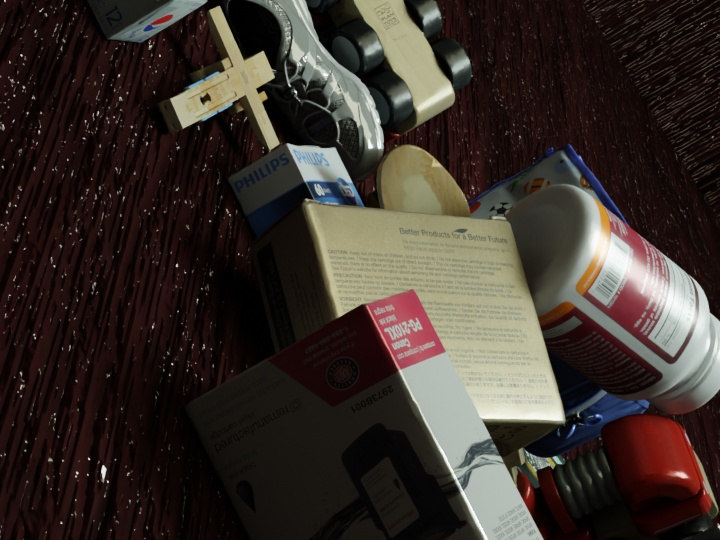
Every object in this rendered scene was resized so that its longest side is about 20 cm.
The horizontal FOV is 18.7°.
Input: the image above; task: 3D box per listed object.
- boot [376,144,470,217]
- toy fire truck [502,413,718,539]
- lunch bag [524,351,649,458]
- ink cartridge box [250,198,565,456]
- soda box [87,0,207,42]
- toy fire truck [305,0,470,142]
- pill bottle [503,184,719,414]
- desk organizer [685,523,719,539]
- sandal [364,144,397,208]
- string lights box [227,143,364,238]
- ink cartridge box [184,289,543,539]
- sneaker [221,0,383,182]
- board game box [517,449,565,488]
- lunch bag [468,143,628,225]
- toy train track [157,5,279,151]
[{"bbox_3d":[0.042,-0.023,1.725,0.202,0.071,0.144,61,-12,-25],"label":"boot"},{"bbox_3d":[0.167,0.153,1.717,0.200,0.175,0.129,54,17,-49],"label":"toy fire truck"},{"bbox_3d":[0.150,0.055,1.834,0.132,0.135,0.201,36,30,-53],"label":"lunch bag"},{"bbox_3d":[0.034,0.045,1.542,0.199,0.075,0.166,4,62,-39],"label":"ink cartridge box"},{"bbox_3d":[-0.188,-0.265,1.563,0.201,0.063,0.068,63,16,4],"label":"soda box"},{"bbox_3d":[-0.006,-0.196,1.938,0.128,0.200,0.177,-32,92,-32],"label":"toy fire truck"},{"bbox_3d":[0.194,0.029,1.680,0.200,0.113,0.113,36,28,-33],"label":"pill bottle"},{"bbox_3d":[0.200,0.265,1.626,0.072,0.199,0.077,65,15,15],"label":"desk organizer"},{"bbox_3d":[0.031,-0.049,1.847,0.080,0.054,0.200,50,-10,3],"label":"sandal"},{"bbox_3d":[-0.015,0.006,1.643,0.201,0.059,0.103,64,19,9],"label":"string lights box"},{"bbox_3d":[0.007,0.136,1.336,0.201,0.144,0.084,63,24,6],"label":"ink cartridge box"},{"bbox_3d":[-0.057,-0.155,1.805,0.201,0.075,0.082,56,31,2],"label":"sneaker"},{"bbox_3d":[0.132,0.152,1.911,0.201,0.028,0.135,55,17,-19],"label":"board game box"},{"bbox_3d":[0.174,0.003,2.000,0.201,0.169,0.124,57,1,23],"label":"lunch bag"},{"bbox_3d":[-0.113,-0.131,1.638,0.115,0.032,0.200,67,21,-8],"label":"toy train track"}]
